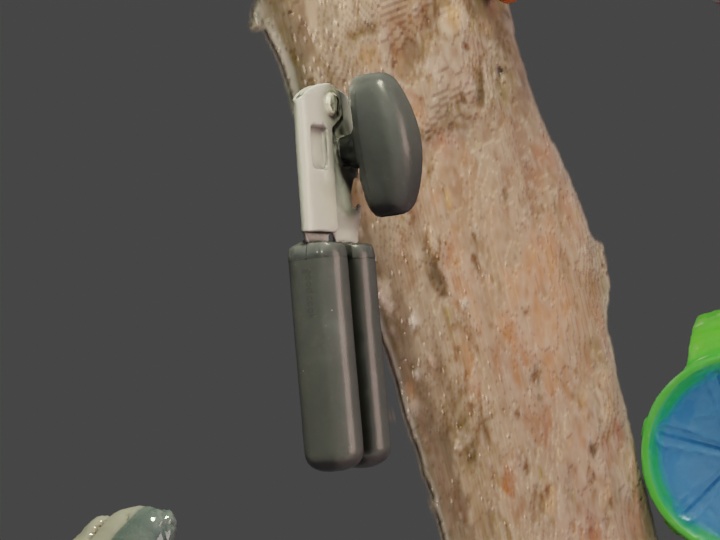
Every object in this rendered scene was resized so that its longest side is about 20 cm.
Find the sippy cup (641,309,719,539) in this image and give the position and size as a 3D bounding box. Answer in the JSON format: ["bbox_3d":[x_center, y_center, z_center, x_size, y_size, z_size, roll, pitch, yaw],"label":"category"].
[{"bbox_3d":[0.272,0.123,1.443,0.130,0.139,0.179,5,104,-68],"label":"sippy cup"}]

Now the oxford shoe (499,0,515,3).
[{"bbox_3d":[0.095,-0.264,1.280,0.073,0.071,0.201,11,92,-21],"label":"oxford shoe"}]

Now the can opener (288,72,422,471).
[{"bbox_3d":[0.000,0.000,1.076,0.053,0.067,0.201,1,83,-57],"label":"can opener"}]

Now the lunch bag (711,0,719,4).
[{"bbox_3d":[0.322,-0.261,1.642,0.200,0.082,0.177,2,86,-56],"label":"lunch bag"}]

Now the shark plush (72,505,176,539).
[{"bbox_3d":[-0.123,0.189,0.825,0.091,0.083,0.201,49,45,-42],"label":"shark plush"}]
